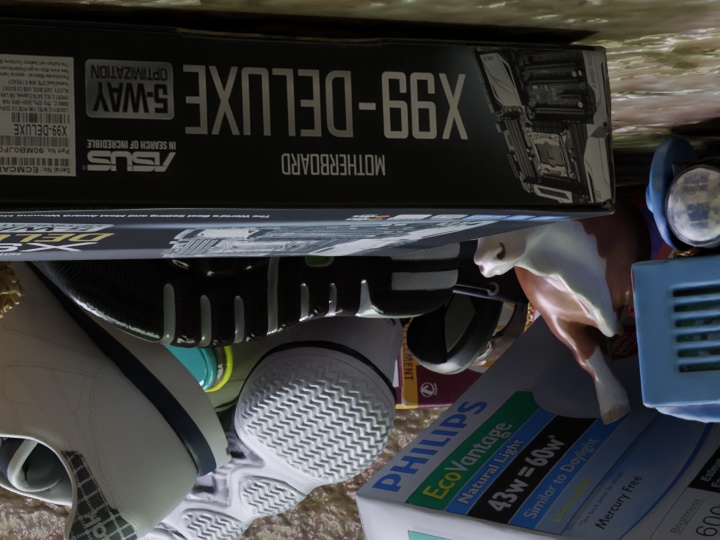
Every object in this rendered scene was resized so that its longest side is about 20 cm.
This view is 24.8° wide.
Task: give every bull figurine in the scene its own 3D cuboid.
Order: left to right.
[{"bbox_3d":[0.102,0.003,0.735,0.065,0.122,0.200,-28,176,15],"label":"bull figurine"}]

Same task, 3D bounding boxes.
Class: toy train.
[{"bbox_3d":[0.180,0.004,0.684,0.086,0.116,0.199,-4,175,34],"label":"toy train"}]

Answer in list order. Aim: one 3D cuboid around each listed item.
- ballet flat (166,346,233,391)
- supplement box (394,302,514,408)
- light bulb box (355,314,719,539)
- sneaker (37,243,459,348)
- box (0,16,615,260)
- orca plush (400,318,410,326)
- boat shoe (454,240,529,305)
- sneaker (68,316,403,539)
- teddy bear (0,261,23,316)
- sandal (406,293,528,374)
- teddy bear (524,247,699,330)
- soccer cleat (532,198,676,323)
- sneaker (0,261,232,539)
[{"bbox_3d":[-0.131,0.005,0.769,0.198,0.068,0.067,11,-146,29],"label":"ballet flat"},{"bbox_3d":[0.111,0.039,1.170,0.197,0.112,0.086,-2,176,-14],"label":"supplement box"},{"bbox_3d":[0.138,0.123,0.802,0.198,0.126,0.198,5,-151,36],"label":"light bulb box"},{"bbox_3d":[-0.063,-0.009,0.690,0.198,0.077,0.115,5,180,-37],"label":"sneaker"},{"bbox_3d":[-0.049,-0.033,0.490,0.198,0.050,0.157,-1,176,-24],"label":"box"},{"bbox_3d":[-0.064,0.029,0.952,0.197,0.072,0.105,-3,-155,-1],"label":"orca plush"},{"bbox_3d":[0.000,0.000,0.865,0.198,0.067,0.070,-4,176,18],"label":"boat shoe"},{"bbox_3d":[-0.053,0.063,0.787,0.199,0.075,0.115,-27,-156,34],"label":"sneaker"},{"bbox_3d":[-0.228,-0.008,0.616,0.198,0.068,0.144,1,169,37],"label":"teddy bear"},{"bbox_3d":[0.070,0.018,0.953,0.057,0.080,0.201,34,-171,-2],"label":"sandal"},{"bbox_3d":[0.199,-0.003,1.057,0.198,0.068,0.144,-15,174,38],"label":"teddy bear"},{"bbox_3d":[0.137,0.016,0.919,0.066,0.077,0.200,-1,162,-7],"label":"soccer cleat"},{"bbox_3d":[-0.142,0.036,0.673,0.199,0.080,0.077,36,159,34],"label":"sneaker"}]
